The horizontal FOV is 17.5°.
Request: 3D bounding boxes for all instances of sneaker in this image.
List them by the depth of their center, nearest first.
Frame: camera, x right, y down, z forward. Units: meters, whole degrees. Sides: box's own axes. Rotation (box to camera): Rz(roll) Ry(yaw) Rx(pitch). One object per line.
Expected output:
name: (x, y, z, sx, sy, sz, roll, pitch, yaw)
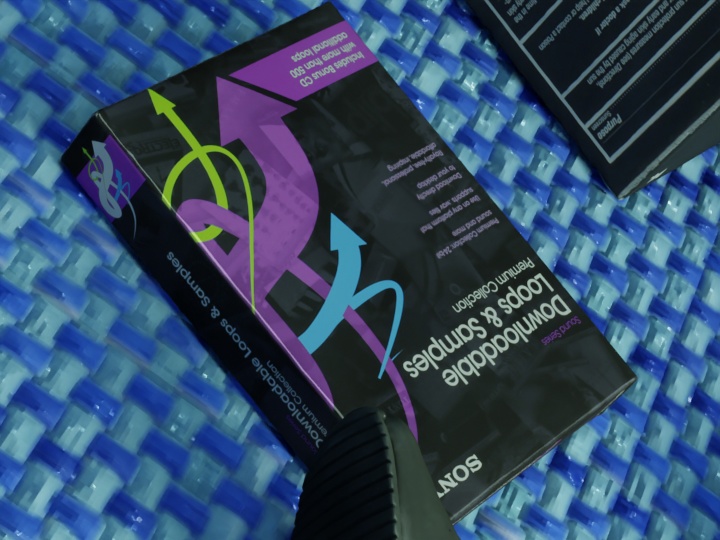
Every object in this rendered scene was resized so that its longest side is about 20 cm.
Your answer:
sneaker: (0.031, 0.144, 0.790, 0.088, 0.074, 0.200, 4, 66, -33)

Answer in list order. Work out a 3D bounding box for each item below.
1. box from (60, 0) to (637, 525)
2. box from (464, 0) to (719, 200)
box: (0.000, 0.000, 0.898, 0.200, 0.036, 0.143, 51, 45, 6)
box: (0.138, -0.174, 1.009, 0.123, 0.200, 0.199, -26, 76, -44)
